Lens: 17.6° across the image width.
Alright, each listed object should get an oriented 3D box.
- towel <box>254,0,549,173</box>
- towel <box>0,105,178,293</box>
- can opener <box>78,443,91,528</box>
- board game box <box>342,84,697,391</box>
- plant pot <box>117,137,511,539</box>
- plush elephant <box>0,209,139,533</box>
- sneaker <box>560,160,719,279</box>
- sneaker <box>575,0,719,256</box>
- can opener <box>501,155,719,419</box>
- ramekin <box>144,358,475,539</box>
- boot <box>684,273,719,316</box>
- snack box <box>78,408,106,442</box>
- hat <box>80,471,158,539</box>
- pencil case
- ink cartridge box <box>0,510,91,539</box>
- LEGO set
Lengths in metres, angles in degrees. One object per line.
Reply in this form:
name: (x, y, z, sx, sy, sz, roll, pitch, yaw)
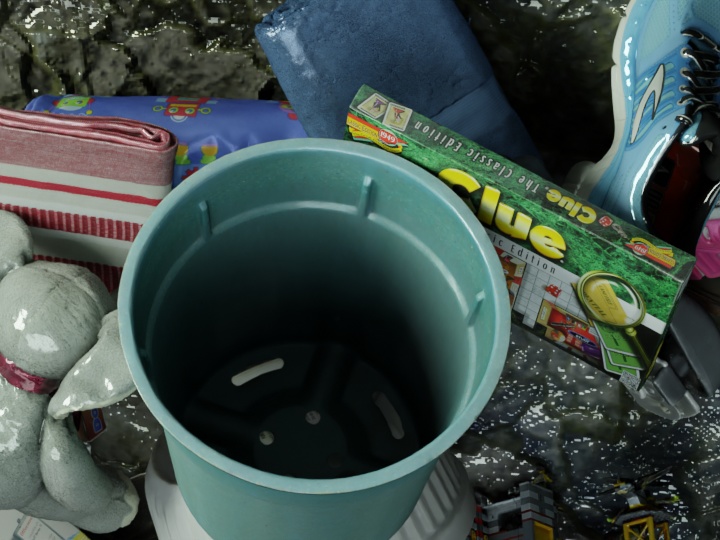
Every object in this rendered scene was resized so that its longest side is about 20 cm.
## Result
towel: (0.029, -0.085, 1.321, 0.112, 0.049, 0.200, -33, 114, -5)
towel: (-0.183, -0.032, 1.352, 0.144, 0.023, 0.200, 9, 148, -3)
can opener: (-0.207, 0.105, 1.526, 0.053, 0.067, 0.200, 8, 127, 5)
board game box: (0.077, -0.017, 1.247, 0.200, 0.023, 0.105, 28, 142, 13)
plant pot: (-0.029, 0.062, 1.263, 0.200, 0.201, 0.196, 12, 154, 2)
plush elephant: (-0.187, 0.053, 1.350, 0.165, 0.200, 0.155, 45, 103, 14)
sneaker: (0.212, -0.047, 1.336, 0.200, 0.088, 0.081, 8, 159, 28)
sneaker: (0.180, -0.080, 1.255, 0.078, 0.200, 0.090, 19, 171, -25)
can opener: (0.140, 0.004, 1.328, 0.200, 0.067, 0.053, 53, 158, -24)
ramekin: (-0.039, 0.132, 1.441, 0.200, 0.200, 0.105, -15, 112, 20)
boot: (0.282, -0.009, 1.368, 0.200, 0.075, 0.097, 11, 104, 12)
snack box: (-0.254, 0.078, 1.499, 0.200, 0.024, 0.072, -5, 104, 33)
hat: (-0.124, 0.236, 1.599, 0.200, 0.081, 0.201, 5, 128, 6)
pencil case: (-0.100, -0.061, 1.377, 0.200, 0.078, 0.087, 3, 117, 10)
ink cartridge box: (-0.232, 0.204, 1.517, 0.200, 0.067, 0.117, 43, 134, -12)
LEGO set: (0.157, 0.183, 1.512, 0.154, 0.116, 0.200, 18, 149, -40)
